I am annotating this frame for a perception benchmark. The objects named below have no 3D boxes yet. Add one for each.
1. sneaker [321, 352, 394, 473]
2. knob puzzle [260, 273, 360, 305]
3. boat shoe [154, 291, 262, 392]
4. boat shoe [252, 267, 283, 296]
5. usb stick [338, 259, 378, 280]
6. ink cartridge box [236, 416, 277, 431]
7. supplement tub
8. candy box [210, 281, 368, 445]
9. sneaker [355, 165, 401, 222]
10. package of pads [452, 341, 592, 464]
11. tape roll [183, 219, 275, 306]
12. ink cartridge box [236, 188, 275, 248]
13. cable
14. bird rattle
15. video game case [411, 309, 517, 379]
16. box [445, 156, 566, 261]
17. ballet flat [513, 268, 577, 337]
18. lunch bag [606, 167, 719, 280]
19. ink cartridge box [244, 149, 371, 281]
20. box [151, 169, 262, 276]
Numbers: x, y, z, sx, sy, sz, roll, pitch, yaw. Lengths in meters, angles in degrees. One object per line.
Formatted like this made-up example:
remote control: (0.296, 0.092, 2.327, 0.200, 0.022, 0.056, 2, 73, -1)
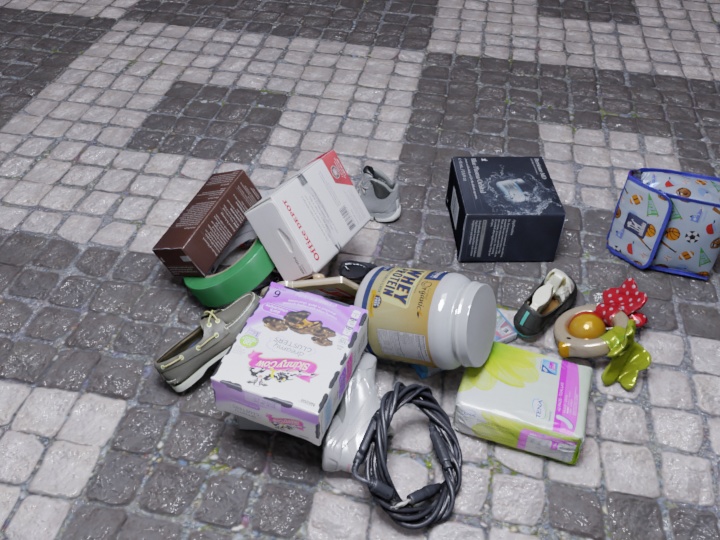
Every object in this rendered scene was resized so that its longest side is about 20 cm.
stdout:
sneaker: (0.008, 0.218, 1.034, 0.096, 0.079, 0.203, 15, 51, 3)
knob puzzle: (-0.082, 0.033, 1.152, 0.212, 0.220, 0.031, 0, 77, -2)
boat shoe: (-0.236, 0.103, 1.085, 0.201, 0.061, 0.072, -42, 28, -1)
boat shoe: (-0.151, -0.018, 1.260, 0.074, 0.095, 0.198, 32, 50, 31)
usb stick: (0.000, 0.000, 1.202, 0.054, 0.034, 0.200, 2, 0, 7)
ink cartridge box: (-0.111, 0.146, 1.089, 0.140, 0.086, 0.203, 3, 44, 2)
supplement tub: (0.101, 0.073, 1.075, 0.195, 0.147, 0.145, 6, 38, 32)
candy box: (-0.095, 0.127, 0.994, 0.163, 0.073, 0.202, 15, 45, 13)
sneaker: (-0.012, -0.163, 1.403, 0.193, 0.118, 0.076, -1, 41, -3)
package of pads: (0.248, 0.197, 1.056, 0.194, 0.070, 0.156, 14, 42, 14)
tape roll: (-0.225, -0.027, 1.235, 0.196, 0.049, 0.203, -24, 34, 18)
ink cartridge box: (-0.237, -0.101, 1.379, 0.194, 0.051, 0.110, -11, 44, -14)
cable: (0.080, 0.251, 0.967, 0.161, 0.051, 0.202, 35, 47, -4)
bird rattle: (0.405, 0.090, 1.158, 0.158, 0.115, 0.202, -5, 37, 18)
video game case: (0.154, 0.098, 1.197, 0.195, 0.018, 0.144, -19, 47, -20)
box: (0.281, -0.126, 1.372, 0.193, 0.120, 0.200, 0, 42, -3)
ballet flat: (0.337, 0.045, 1.210, 0.067, 0.070, 0.199, 30, 44, 23)
lunch bag: (0.581, -0.092, 1.303, 0.194, 0.174, 0.125, 14, 38, 12)
ink cartridge box: (-0.087, -0.095, 1.196, 0.082, 0.149, 0.200, -18, 18, 41)
box: (-0.273, -0.086, 1.243, 0.098, 0.076, 0.202, 0, 46, 41)
